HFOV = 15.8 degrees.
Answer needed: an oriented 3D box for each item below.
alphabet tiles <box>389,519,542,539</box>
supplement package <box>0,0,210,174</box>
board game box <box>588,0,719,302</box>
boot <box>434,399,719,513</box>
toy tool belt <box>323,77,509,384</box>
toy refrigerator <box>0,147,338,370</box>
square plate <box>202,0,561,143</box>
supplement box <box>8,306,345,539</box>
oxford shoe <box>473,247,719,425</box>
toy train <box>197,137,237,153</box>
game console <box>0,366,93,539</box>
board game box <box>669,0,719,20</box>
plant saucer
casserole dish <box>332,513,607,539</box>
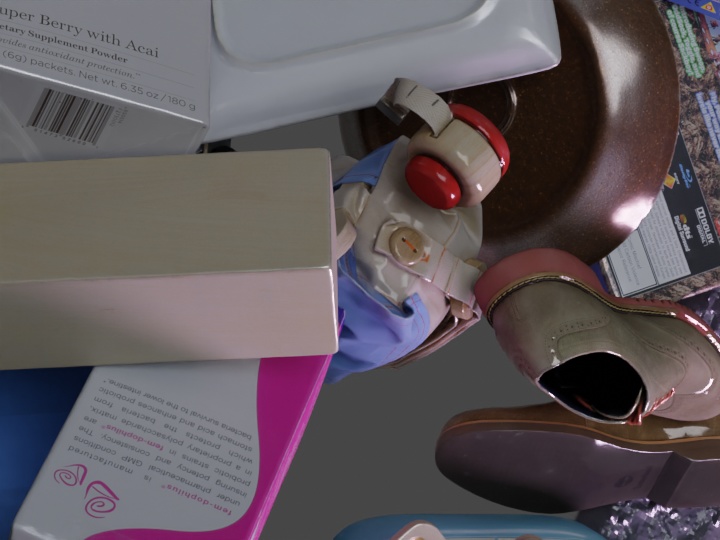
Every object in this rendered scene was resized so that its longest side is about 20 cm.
[{"bbox_3d":[0.045,0.234,1.344,0.200,0.015,0.196,-41,111,-10],"label":"alphabet tiles"},{"bbox_3d":[-0.147,-0.122,1.272,0.121,0.120,0.201,14,47,-19],"label":"supplement package"},{"bbox_3d":[0.179,-0.068,1.451,0.199,0.097,0.160,-17,87,-24],"label":"board game box"},{"bbox_3d":[0.129,0.086,1.429,0.199,0.074,0.076,3,55,-22],"label":"boot"},{"bbox_3d":[0.000,0.000,1.310,0.125,0.200,0.123,42,65,-1],"label":"toy tool belt"},{"bbox_3d":[-0.111,-0.002,1.200,0.199,0.070,0.076,-3,49,1],"label":"toy refrigerator"},{"bbox_3d":[-0.006,-0.175,1.350,0.199,0.028,0.199,-11,64,10],"label":"square plate"},{"bbox_3d":[-0.091,0.097,1.227,0.101,0.104,0.200,22,43,2],"label":"supplement box"},{"bbox_3d":[0.133,0.055,1.335,0.200,0.070,0.075,21,40,-44],"label":"oxford shoe"},{"bbox_3d":[-0.086,-0.074,1.378,0.046,0.034,0.201,7,77,-10],"label":"toy train"},{"bbox_3d":[-0.137,0.115,1.279,0.199,0.176,0.117,-4,110,-23],"label":"game console"},{"bbox_3d":[0.171,-0.209,1.442,0.199,0.035,0.136,22,48,10],"label":"board game box"},{"bbox_3d":[0.069,-0.089,1.365,0.037,0.200,0.201,-15,85,-62],"label":"plant saucer"},{"bbox_3d":[0.068,0.190,1.388,0.199,0.039,0.122,3,79,-23],"label":"casserole dish"}]
